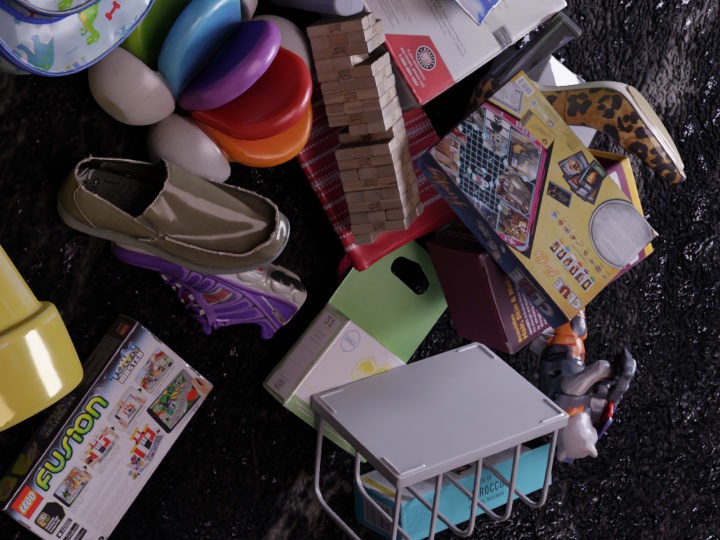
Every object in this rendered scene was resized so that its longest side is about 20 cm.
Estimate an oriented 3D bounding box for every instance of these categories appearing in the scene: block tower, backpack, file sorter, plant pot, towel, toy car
[{"bbox_3d":[0.006,-0.127,1.552,0.054,0.058,0.200,-48,130,-63],"label":"block tower"},{"bbox_3d":[-0.251,-0.253,1.348,0.183,0.147,0.200,-42,117,-22],"label":"backpack"},{"bbox_3d":[0.070,0.177,1.657,0.200,0.139,0.125,-16,127,-32],"label":"file sorter"},{"bbox_3d":[-0.339,0.033,1.343,0.201,0.201,0.189,-26,102,-31],"label":"plant pot"},{"bbox_3d":[0.006,-0.114,1.633,0.144,0.022,0.200,-31,96,-27],"label":"towel"},{"bbox_3d":[-0.116,-0.168,1.482,0.175,0.150,0.200,-51,126,-16],"label":"toy car"}]

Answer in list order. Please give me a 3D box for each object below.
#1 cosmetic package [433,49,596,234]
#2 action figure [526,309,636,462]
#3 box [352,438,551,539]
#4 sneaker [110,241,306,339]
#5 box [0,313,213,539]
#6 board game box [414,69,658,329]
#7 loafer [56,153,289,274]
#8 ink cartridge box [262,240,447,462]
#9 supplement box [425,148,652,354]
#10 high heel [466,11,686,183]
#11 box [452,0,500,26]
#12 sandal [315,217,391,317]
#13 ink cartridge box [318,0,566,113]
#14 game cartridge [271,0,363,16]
[{"bbox_3d":[0.152,-0.111,1.749,0.107,0.090,0.200,36,76,-37],"label":"cosmetic package"},{"bbox_3d":[0.201,0.118,1.794,0.104,0.194,0.200,3,139,-15],"label":"action figure"},{"bbox_3d":[0.095,0.215,1.786,0.200,0.082,0.049,-17,113,-33],"label":"box"},{"bbox_3d":[-0.139,0.014,1.561,0.200,0.081,0.084,25,106,-32],"label":"sneaker"},{"bbox_3d":[-0.228,0.151,1.548,0.110,0.035,0.200,45,73,-36],"label":"box"},{"bbox_3d":[0.161,-0.066,1.596,0.135,0.035,0.200,-41,93,-26],"label":"board game box"},{"bbox_3d":[-0.158,-0.050,1.465,0.199,0.070,0.075,10,65,-3],"label":"loafer"},{"bbox_3d":[0.016,0.070,1.678,0.200,0.048,0.146,-51,135,-2],"label":"ink cartridge box"},{"bbox_3d":[0.174,-0.023,1.678,0.200,0.086,0.111,-33,118,-26],"label":"supplement box"},{"bbox_3d":[0.202,-0.127,1.661,0.143,0.071,0.200,-42,86,18],"label":"high heel"},{"bbox_3d":[0.109,-0.324,1.578,0.122,0.048,0.200,42,67,-15],"label":"box"},{"bbox_3d":[0.000,0.000,1.681,0.075,0.045,0.201,6,98,-37],"label":"sandal"},{"bbox_3d":[0.072,-0.256,1.627,0.200,0.083,0.147,-36,101,-26],"label":"ink cartridge box"},{"bbox_3d":[-0.047,-0.322,1.508,0.041,0.133,0.201,-17,111,-26],"label":"game cartridge"}]
